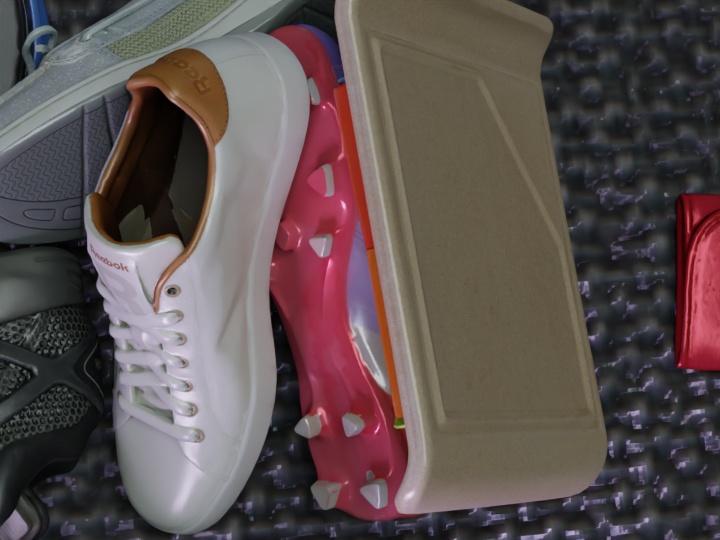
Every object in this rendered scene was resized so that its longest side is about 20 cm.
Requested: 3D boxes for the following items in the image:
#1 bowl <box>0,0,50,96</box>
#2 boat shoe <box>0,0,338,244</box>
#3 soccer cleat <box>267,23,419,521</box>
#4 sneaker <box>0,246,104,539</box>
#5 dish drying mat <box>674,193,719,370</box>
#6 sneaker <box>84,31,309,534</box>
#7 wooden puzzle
[{"bbox_3d":[-0.220,-0.087,0.903,0.200,0.039,0.202,2,81,-12],"label":"bowl"},{"bbox_3d":[-0.081,-0.080,0.909,0.202,0.075,0.065,-36,56,-25],"label":"boat shoe"},{"bbox_3d":[0.000,0.000,0.911,0.076,0.067,0.201,-20,101,-47],"label":"soccer cleat"},{"bbox_3d":[-0.189,0.067,0.867,0.199,0.076,0.115,-13,78,-19],"label":"sneaker"},{"bbox_3d":[0.232,0.010,0.999,0.199,0.018,0.077,4,81,-12],"label":"dish drying mat"},{"bbox_3d":[-0.078,0.010,0.866,0.085,0.073,0.201,-16,120,-52],"label":"sneaker"},{"bbox_3d":[0.041,-0.009,0.896,0.037,0.185,0.201,-8,84,26],"label":"wooden puzzle"}]
